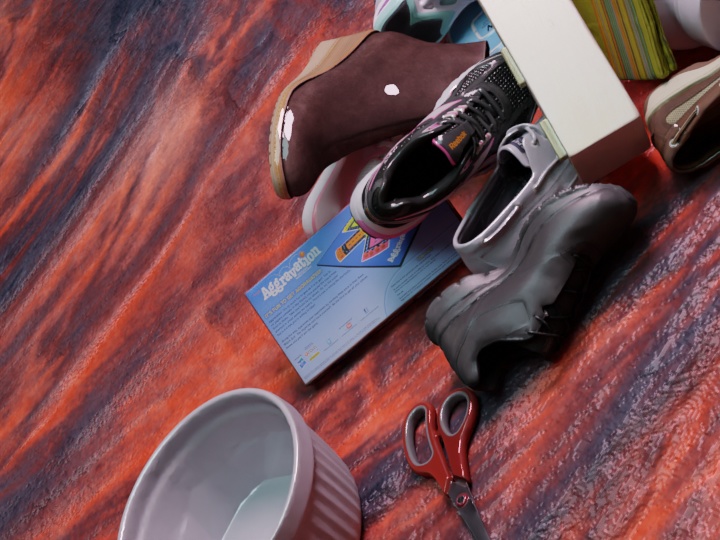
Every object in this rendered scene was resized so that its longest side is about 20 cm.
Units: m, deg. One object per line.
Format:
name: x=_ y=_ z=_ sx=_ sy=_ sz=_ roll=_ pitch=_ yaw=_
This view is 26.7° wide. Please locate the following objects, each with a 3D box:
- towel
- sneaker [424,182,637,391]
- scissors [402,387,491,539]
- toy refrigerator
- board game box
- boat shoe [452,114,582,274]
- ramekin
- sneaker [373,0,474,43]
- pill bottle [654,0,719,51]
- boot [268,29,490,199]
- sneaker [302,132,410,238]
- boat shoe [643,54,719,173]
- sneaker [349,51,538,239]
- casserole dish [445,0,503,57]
towel: x=0.191 y=-0.199 z=1.246 sx=0.018 sy=0.087 sz=0.200 roll=-23 pitch=13 yaw=-16
sneaker: x=0.142 y=0.017 z=1.173 sx=0.200 sy=0.076 sz=0.091 roll=-45 pitch=45 yaw=20
scissors: x=0.071 y=0.171 z=1.156 sx=0.073 sy=0.014 sz=0.201 roll=-31 pitch=41 yaw=22
toy refrigerator: x=0.150 y=-0.173 z=1.207 sx=0.070 sy=0.076 sz=0.201 roll=-30 pitch=69 yaw=8
board game box: x=0.000 y=0.000 z=1.326 sx=0.200 sy=0.019 sz=0.103 roll=-39 pitch=76 yaw=16
boat shoe: x=0.139 y=-0.082 z=1.249 sx=0.201 sy=0.068 sz=0.072 roll=-55 pitch=35 yaw=-10
ramekin: x=-0.091 y=0.207 z=1.221 sx=0.199 sy=0.105 sz=0.201 roll=-28 pitch=42 yaw=28
sneaker: x=0.087 y=-0.299 z=1.429 sx=0.199 sy=0.078 sz=0.140 roll=-32 pitch=34 yaw=16
pill bottle: x=0.247 y=-0.246 z=1.232 sx=0.120 sy=0.119 sz=0.200 roll=-51 pitch=36 yaw=0
boot: x=0.018 y=-0.139 z=1.324 sx=0.165 sy=0.073 sz=0.201 roll=4 pitch=50 yaw=20
sneaker: x=0.027 y=-0.109 z=1.396 sx=0.104 sy=0.075 sz=0.202 roll=4 pitch=65 yaw=47
boat shoe: x=0.303 y=-0.139 z=1.126 sx=0.202 sy=0.074 sz=0.075 roll=-39 pitch=38 yaw=36
sneaker: x=0.080 y=-0.103 z=1.251 sx=0.200 sy=0.080 sz=0.086 roll=-48 pitch=2 yaw=-8
casserole dish: x=0.152 y=-0.241 z=1.403 sx=0.200 sy=0.039 sz=0.122 roll=-41 pitch=36 yaw=15
